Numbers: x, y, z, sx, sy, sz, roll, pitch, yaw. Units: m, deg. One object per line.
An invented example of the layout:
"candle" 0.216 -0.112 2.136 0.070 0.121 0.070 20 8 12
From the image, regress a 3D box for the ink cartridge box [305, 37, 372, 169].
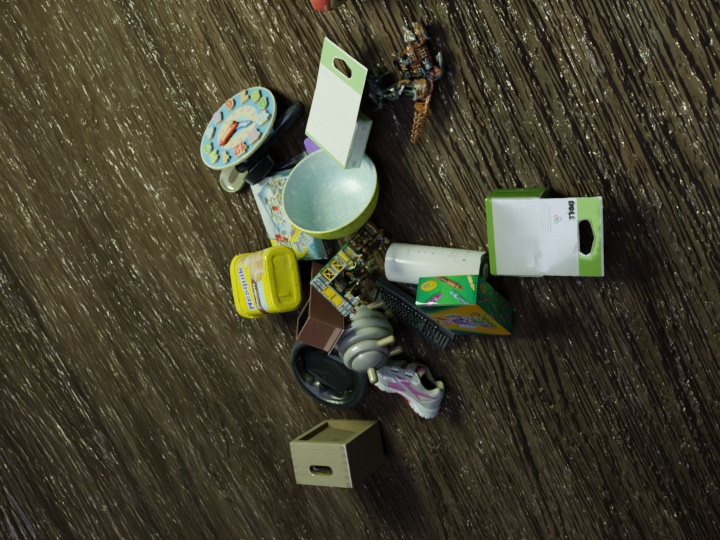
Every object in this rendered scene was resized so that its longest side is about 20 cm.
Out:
"ink cartridge box" -0.034 -0.313 1.262 0.146 0.048 0.201 47 134 35

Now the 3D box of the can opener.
"can opener" -0.190 -0.272 1.396 0.078 0.063 0.200 35 105 -24

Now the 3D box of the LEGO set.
"LEGO set" 0.000 0.000 1.347 0.116 0.200 0.154 44 112 -3

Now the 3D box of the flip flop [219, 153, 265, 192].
"flip flop" -0.262 -0.252 1.461 0.081 0.058 0.200 40 120 9

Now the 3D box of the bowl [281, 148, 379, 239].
"bowl" -0.047 -0.138 1.345 0.199 0.201 0.108 13 159 24

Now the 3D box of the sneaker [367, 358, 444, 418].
"sneaker" 0.102 0.228 1.453 0.199 0.081 0.088 32 122 4

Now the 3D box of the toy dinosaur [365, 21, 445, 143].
"toy dinosaur" 0.086 -0.338 1.214 0.135 0.102 0.201 -2 88 13

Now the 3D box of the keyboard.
"keyboard" 0.114 0.079 1.397 0.199 0.021 0.127 34 137 13

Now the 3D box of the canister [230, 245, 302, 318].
"canister" -0.208 0.026 1.474 0.200 0.086 0.150 -12 87 59

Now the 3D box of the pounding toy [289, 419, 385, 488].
"pounding toy" -0.060 0.441 1.583 0.199 0.184 0.143 -7 95 31

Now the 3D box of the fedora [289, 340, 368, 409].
"fedora" -0.059 0.214 1.524 0.200 0.092 0.202 11 117 22

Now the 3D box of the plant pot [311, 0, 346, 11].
"plant pot" -0.068 -0.566 1.142 0.182 0.201 0.201 40 125 -1

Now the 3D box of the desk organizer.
"desk organizer" -0.082 0.072 1.404 0.077 0.200 0.072 22 122 -16

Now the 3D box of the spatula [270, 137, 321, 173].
"spatula" -0.134 -0.235 1.420 0.199 0.021 0.057 -22 98 35

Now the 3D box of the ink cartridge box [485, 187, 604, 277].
"ink cartridge box" 0.332 -0.068 1.195 0.199 0.076 0.149 2 111 28

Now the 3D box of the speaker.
"speaker" 0.150 -0.008 1.319 0.199 0.081 0.082 7 114 26

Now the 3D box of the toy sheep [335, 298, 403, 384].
"toy sheep" 0.011 0.142 1.395 0.137 0.201 0.138 -8 139 -7

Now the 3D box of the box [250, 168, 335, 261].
"box" -0.148 -0.117 1.456 0.136 0.038 0.201 -5 114 30

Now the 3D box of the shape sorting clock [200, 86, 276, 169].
"shape sorting clock" -0.254 -0.295 1.382 0.199 0.039 0.201 -15 60 27

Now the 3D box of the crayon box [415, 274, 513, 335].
"crayon box" 0.200 0.068 1.261 0.118 0.200 0.059 -4 68 31
